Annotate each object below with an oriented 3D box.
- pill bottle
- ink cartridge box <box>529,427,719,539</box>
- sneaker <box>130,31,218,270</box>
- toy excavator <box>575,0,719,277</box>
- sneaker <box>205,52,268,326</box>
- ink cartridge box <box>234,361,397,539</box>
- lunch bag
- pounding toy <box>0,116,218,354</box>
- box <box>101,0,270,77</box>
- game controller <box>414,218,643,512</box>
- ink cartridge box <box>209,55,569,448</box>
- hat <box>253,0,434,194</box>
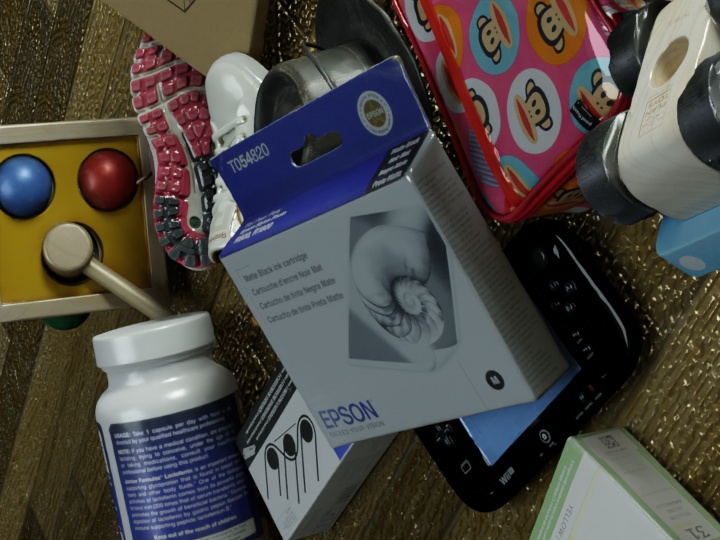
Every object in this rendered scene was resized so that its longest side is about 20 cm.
[{"bbox_3d":[-0.143,0.140,1.135,0.115,0.115,0.202,-4,99,55],"label":"pill bottle"},{"bbox_3d":[0.165,0.202,0.776,0.200,0.048,0.147,48,132,43],"label":"ink cartridge box"},{"bbox_3d":[-0.138,-0.101,1.134,0.075,0.080,0.202,143,126,-84],"label":"sneaker"},{"bbox_3d":[0.199,-0.019,0.640,0.100,0.199,0.196,-32,33,59],"label":"toy excavator"},{"bbox_3d":[-0.076,-0.056,1.018,0.073,0.084,0.202,-27,82,49],"label":"sneaker"},{"bbox_3d":[-0.022,0.099,1.028,0.094,0.044,0.201,59,139,27],"label":"ink cartridge box"},{"bbox_3d":[0.090,-0.133,0.795,0.176,0.081,0.202,-50,55,52],"label":"lunch bag"},{"bbox_3d":[-0.232,-0.024,1.212,0.142,0.182,0.202,-174,78,-67],"label":"pounding toy"},{"bbox_3d":[-0.125,-0.243,1.033,0.163,0.021,0.201,36,138,21],"label":"box"},{"bbox_3d":[0.091,0.061,0.859,0.105,0.042,0.200,63,142,26],"label":"game controller"},{"bbox_3d":[0.000,0.000,0.851,0.199,0.041,0.201,-22,101,51],"label":"ink cartridge box"},{"bbox_3d":[-0.022,-0.082,0.923,0.201,0.080,0.202,-126,26,-42],"label":"hat"}]
